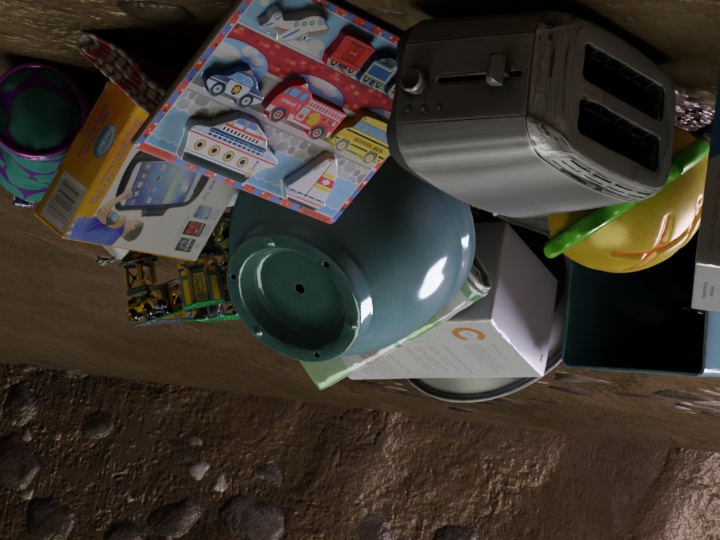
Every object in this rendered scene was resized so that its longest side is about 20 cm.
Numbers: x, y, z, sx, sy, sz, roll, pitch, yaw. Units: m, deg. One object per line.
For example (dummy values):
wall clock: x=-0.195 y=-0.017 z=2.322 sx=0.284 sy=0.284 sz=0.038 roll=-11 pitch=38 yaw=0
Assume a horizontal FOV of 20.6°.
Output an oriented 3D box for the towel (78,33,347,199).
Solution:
towel: x=-0.108 y=-0.116 z=1.471 sx=0.146 sy=0.030 sz=0.200 roll=21 pitch=-166 yaw=-44

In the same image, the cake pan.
cake pan: x=0.118 y=0.034 z=1.860 sx=0.199 sy=0.201 sz=0.037 roll=3 pitch=142 yaw=33

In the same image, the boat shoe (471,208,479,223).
boat shoe: x=0.031 y=-0.038 z=1.844 sx=0.199 sy=0.068 sz=0.073 roll=0 pitch=166 yaw=42

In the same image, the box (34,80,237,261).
box: x=-0.154 y=-0.073 z=1.547 sx=0.041 sy=0.119 sz=0.200 roll=38 pitch=-166 yaw=29

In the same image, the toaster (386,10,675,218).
toaster: x=0.120 y=-0.099 z=1.308 sx=0.129 sy=0.114 sz=0.200 roll=-2 pitch=163 yaw=40

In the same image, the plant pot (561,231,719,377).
plant pot: x=0.299 y=0.028 z=1.789 sx=0.141 sy=0.142 sz=0.200 roll=2 pitch=175 yaw=38

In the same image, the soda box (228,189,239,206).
soda box: x=-0.162 y=-0.091 z=1.736 sx=0.063 sy=0.069 sz=0.200 roll=16 pitch=168 yaw=-35

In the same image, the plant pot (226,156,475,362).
plant pot: x=-0.026 y=-0.011 z=1.575 sx=0.199 sy=0.134 sz=0.201 roll=16 pitch=128 yaw=21

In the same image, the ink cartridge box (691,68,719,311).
ink cartridge box: x=0.328 y=-0.045 z=1.311 sx=0.199 sy=0.148 sz=0.146 roll=7 pitch=169 yaw=10

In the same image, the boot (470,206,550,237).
boot: x=0.170 y=-0.053 z=1.631 sx=0.199 sy=0.073 sz=0.182 roll=26 pitch=176 yaw=-37

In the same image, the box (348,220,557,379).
box: x=0.058 y=0.030 z=1.767 sx=0.199 sy=0.098 sz=0.124 roll=-2 pitch=154 yaw=29

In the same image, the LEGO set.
LEGO set: x=-0.133 y=-0.020 z=1.825 sx=0.199 sy=0.117 sz=0.153 roll=-5 pitch=171 yaw=-38

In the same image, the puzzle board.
puzzle board: x=-0.040 y=-0.112 z=1.352 sx=0.200 sy=0.151 sz=0.017 roll=21 pitch=-155 yaw=-45

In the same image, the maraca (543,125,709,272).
maraca: x=0.192 y=-0.052 z=1.435 sx=0.137 sy=0.107 sz=0.200 roll=-37 pitch=177 yaw=17

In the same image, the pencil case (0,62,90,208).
pencil case: x=-0.275 y=-0.113 z=1.674 sx=0.092 sy=0.086 sz=0.200 roll=2 pitch=171 yaw=-9

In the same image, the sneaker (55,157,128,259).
sneaker: x=-0.189 y=-0.083 z=1.639 sx=0.074 sy=0.118 sz=0.200 roll=39 pitch=166 yaw=4

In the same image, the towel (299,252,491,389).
towel: x=0.000 y=0.000 z=1.685 sx=0.200 sy=0.150 sz=0.031 roll=-32 pitch=175 yaw=31
